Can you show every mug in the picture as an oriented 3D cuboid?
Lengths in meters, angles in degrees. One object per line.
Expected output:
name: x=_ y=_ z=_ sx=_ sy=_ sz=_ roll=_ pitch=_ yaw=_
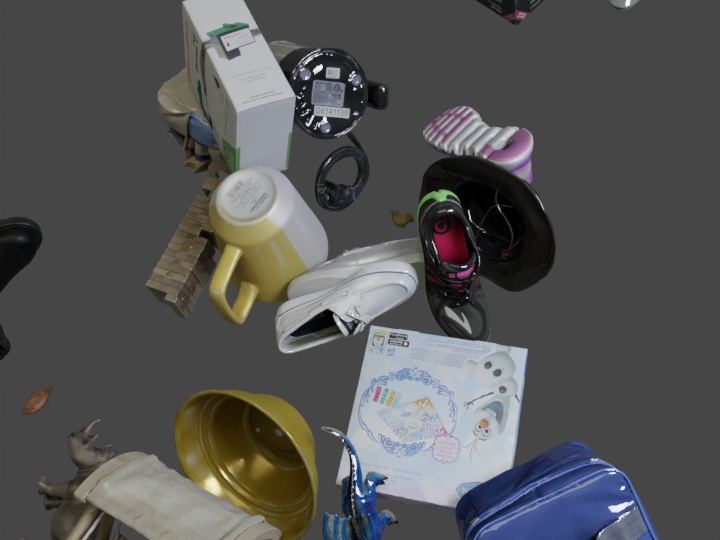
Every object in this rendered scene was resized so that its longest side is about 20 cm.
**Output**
mug: x=-0.125 y=-0.042 z=1.069 sx=0.147 sy=0.154 sz=0.189 roll=-12 pitch=62 yaw=4

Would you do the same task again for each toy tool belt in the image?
toy tool belt: x=-0.209 y=-0.195 z=1.203 sx=0.199 sy=0.123 sz=0.125 roll=38 pitch=60 yaw=13

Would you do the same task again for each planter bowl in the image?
planter bowl: x=-0.114 y=0.208 z=0.952 sx=0.198 sy=0.203 sz=0.083 roll=24 pitch=34 yaw=21

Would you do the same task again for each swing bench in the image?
swing bench: x=-0.225 y=0.326 z=0.892 sx=0.197 sy=0.130 sz=0.202 roll=21 pitch=80 yaw=22

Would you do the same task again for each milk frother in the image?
milk frother: x=-0.070 y=-0.208 z=1.164 sx=0.188 sy=0.179 sz=0.202 roll=34 pitch=103 yaw=60

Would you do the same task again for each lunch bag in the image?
lunch bag: x=0.191 y=0.275 z=0.830 sx=0.198 sy=0.132 sz=0.137 roll=-28 pitch=91 yaw=-3

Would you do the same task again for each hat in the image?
hat: x=0.172 y=-0.076 z=1.030 sx=0.199 sy=0.202 sz=0.081 roll=32 pitch=53 yaw=24

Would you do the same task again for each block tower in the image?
block tower: x=-0.225 y=-0.038 z=1.143 sx=0.057 sy=0.054 sz=0.202 roll=16 pitch=67 yaw=19

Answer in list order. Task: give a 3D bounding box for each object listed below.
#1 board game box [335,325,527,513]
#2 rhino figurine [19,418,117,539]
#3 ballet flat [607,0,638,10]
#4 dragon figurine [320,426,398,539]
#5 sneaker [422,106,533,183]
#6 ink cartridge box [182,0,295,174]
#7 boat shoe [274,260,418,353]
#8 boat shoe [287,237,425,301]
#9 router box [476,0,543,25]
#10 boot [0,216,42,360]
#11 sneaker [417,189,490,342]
board game box: x=0.088 y=0.178 z=0.976 sx=0.197 sy=0.044 sz=0.202 roll=8 pitch=64 yaw=14
rhino figurine: x=-0.347 y=0.279 z=0.999 sx=0.086 sy=0.060 sz=0.203 roll=8 pitch=62 yaw=3
ballet flat: x=0.423 y=-0.488 z=1.244 sx=0.067 sy=0.064 sz=0.202 roll=21 pitch=69 yaw=20
dragon figurine: x=-0.004 y=0.273 z=0.889 sx=0.058 sy=0.203 sz=0.100 roll=-5 pitch=23 yaw=19
sneaker: x=0.163 y=-0.158 z=1.120 sx=0.080 sy=0.089 sz=0.200 roll=-42 pitch=41 yaw=-11
ink cartridge box: x=-0.164 y=-0.244 z=1.082 sx=0.083 sy=0.147 sz=0.202 roll=-19 pitch=64 yaw=-20
boat shoe: x=-0.016 y=0.054 z=1.030 sx=0.198 sy=0.074 sz=0.066 roll=-25 pitch=37 yaw=16
boat shoe: x=0.000 y=0.000 z=1.076 sx=0.197 sy=0.072 sz=0.069 roll=-18 pitch=40 yaw=9
router box: x=0.252 y=-0.496 z=1.281 sx=0.200 sy=0.062 sz=0.150 roll=-43 pitch=64 yaw=-12
boot: x=-0.516 y=0.040 z=1.142 sx=0.210 sy=0.079 sz=0.158 roll=-39 pitch=55 yaw=2
sneaker: x=0.112 y=0.005 z=0.996 sx=0.076 sy=0.084 sz=0.203 roll=-18 pitch=105 yaw=3
